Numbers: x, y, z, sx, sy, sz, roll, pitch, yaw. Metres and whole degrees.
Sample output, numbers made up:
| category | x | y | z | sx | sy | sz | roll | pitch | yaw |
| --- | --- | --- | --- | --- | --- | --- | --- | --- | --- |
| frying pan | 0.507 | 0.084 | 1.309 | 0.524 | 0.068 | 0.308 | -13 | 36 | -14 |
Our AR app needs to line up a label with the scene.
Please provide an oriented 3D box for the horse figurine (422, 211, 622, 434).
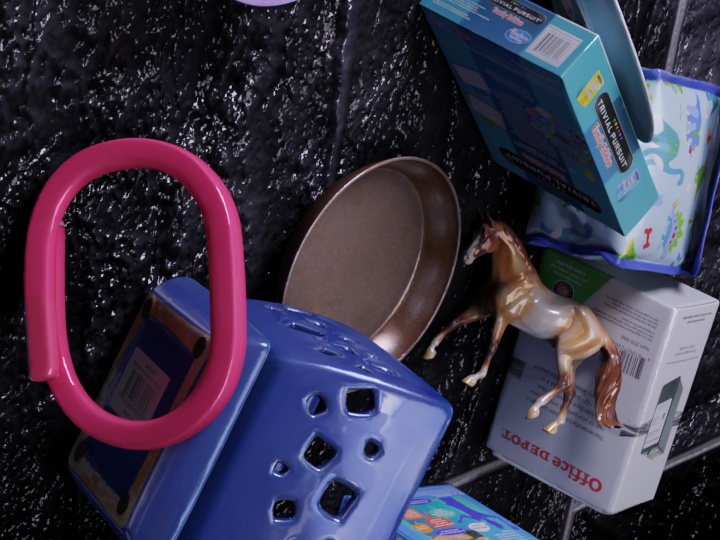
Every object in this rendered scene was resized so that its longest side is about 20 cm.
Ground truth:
| category | x | y | z | sx | sy | sz | roll | pitch | yaw |
| --- | --- | --- | --- | --- | --- | --- | --- | --- | --- |
| horse figurine | 0.150 | 0.056 | 1.717 | 0.199 | 0.050 | 0.133 | 31 | 87 | -10 |

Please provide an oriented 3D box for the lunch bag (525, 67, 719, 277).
| category | x | y | z | sx | sy | sz | roll | pitch | yaw |
| --- | --- | --- | --- | --- | --- | --- | --- | --- | --- |
| lunch bag | 0.250 | -0.085 | 1.732 | 0.200 | 0.127 | 0.171 | 7 | 98 | -53 |

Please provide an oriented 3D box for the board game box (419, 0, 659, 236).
| category | x | y | z | sx | sy | sz | roll | pitch | yaw |
| --- | --- | --- | --- | --- | --- | --- | --- | --- | --- |
| board game box | 0.141 | -0.130 | 1.561 | 0.047 | 0.151 | 0.200 | -46 | 141 | -13 |

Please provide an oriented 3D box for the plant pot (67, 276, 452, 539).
| category | x | y | z | sx | sy | sz | roll | pitch | yaw |
| --- | --- | --- | --- | --- | --- | --- | --- | --- | --- |
| plant pot | -0.083 | 0.122 | 1.409 | 0.179 | 0.200 | 0.201 | 25 | 94 | -28 |

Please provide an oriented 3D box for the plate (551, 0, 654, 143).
| category | x | y | z | sx | sy | sz | roll | pitch | yaw |
| --- | --- | --- | --- | --- | --- | --- | --- | --- | --- |
| plate | 0.177 | -0.188 | 1.558 | 0.025 | 0.201 | 0.201 | -23 | 137 | 0 |

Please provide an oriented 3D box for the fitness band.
| category | x | y | z | sx | sy | sz | roll | pitch | yaw |
| --- | --- | --- | --- | --- | --- | --- | --- | --- | --- |
| fitness band | -0.145 | 0.015 | 1.302 | 0.037 | 0.143 | 0.201 | 23 | 63 | -79 |

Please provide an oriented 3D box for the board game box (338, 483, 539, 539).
| category | x | y | z | sx | sy | sz | roll | pitch | yaw |
| --- | --- | --- | --- | --- | --- | --- | --- | --- | --- |
| board game box | 0.096 | 0.249 | 1.711 | 0.152 | 0.200 | 0.045 | 1 | 111 | -49 |

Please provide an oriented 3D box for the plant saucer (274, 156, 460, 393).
| category | x | y | z | sx | sy | sz | roll | pitch | yaw |
| --- | --- | --- | --- | --- | --- | --- | --- | --- | --- |
| plant saucer | 0.000 | 0.000 | 1.577 | 0.200 | 0.034 | 0.201 | -29 | 132 | -37 |

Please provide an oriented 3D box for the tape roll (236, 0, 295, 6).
| category | x | y | z | sx | sy | sz | roll | pitch | yaw |
| --- | --- | --- | --- | --- | --- | --- | --- | --- | --- |
| tape roll | -0.061 | -0.276 | 1.301 | 0.200 | 0.065 | 0.201 | -27 | 131 | -37 |

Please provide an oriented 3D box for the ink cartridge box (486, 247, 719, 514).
| category | x | y | z | sx | sy | sz | roll | pitch | yaw |
| --- | --- | --- | --- | --- | --- | --- | --- | --- | --- |
| ink cartridge box | 0.213 | 0.094 | 1.796 | 0.084 | 0.146 | 0.201 | -7 | 119 | -52 |
